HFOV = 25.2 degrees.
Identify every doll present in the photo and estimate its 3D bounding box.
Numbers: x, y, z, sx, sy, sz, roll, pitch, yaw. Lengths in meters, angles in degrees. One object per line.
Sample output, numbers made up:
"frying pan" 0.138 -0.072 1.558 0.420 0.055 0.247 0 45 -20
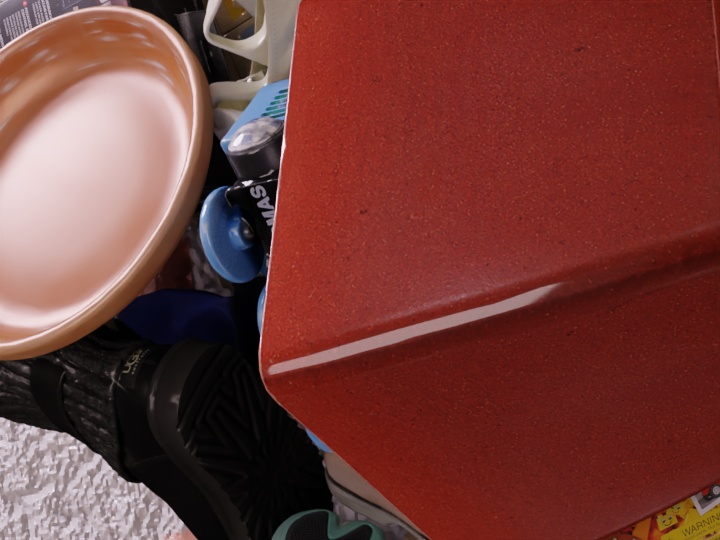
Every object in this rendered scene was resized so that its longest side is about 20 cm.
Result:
"doll" -0.053 0.034 0.909 0.200 0.048 0.137 -5 114 26

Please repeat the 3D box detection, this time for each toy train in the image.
"toy train" 0.000 0.000 0.782 0.087 0.114 0.200 -11 121 32

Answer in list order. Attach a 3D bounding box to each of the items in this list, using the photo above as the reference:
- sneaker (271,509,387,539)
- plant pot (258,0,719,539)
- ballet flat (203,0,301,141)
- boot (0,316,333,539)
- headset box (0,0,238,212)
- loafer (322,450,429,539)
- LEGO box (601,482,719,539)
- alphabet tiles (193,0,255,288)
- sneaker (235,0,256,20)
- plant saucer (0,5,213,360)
"sneaker" 0.013 0.231 0.865 0.200 0.078 0.140 46 144 17
"plant pot" 0.091 -0.008 0.676 0.176 0.200 0.200 -14 51 25
"ballet flat" -0.050 -0.106 0.825 0.069 0.069 0.200 24 125 24
"boot" -0.112 0.098 0.893 0.158 0.079 0.211 7 138 32
"headset box" -0.159 -0.091 0.941 0.200 0.075 0.149 -21 84 31
"loafer" 0.051 0.105 0.825 0.200 0.072 0.063 12 129 44
"LEGO box" 0.198 0.047 0.738 0.200 0.077 0.149 -33 49 25
"alphabet tiles" -0.041 -0.084 0.924 0.166 0.006 0.200 -28 80 27
"sneaker" -0.056 -0.212 0.887 0.200 0.075 0.106 40 106 9
"plant saucer" -0.155 -0.043 0.837 0.200 0.037 0.201 -15 58 27
